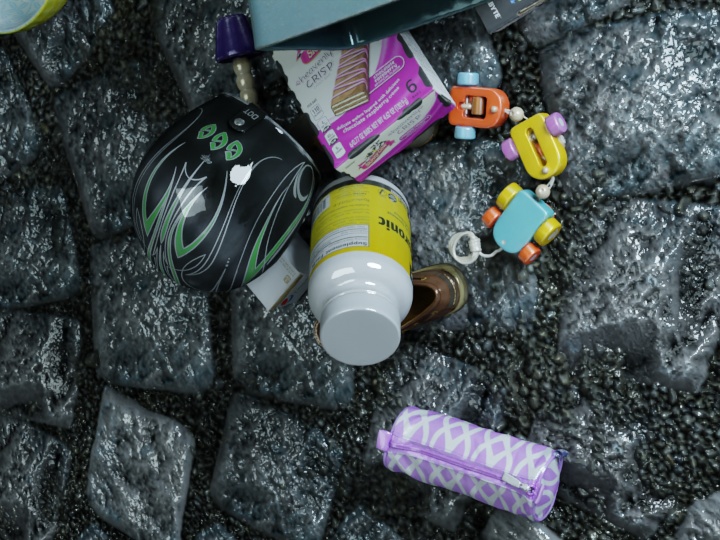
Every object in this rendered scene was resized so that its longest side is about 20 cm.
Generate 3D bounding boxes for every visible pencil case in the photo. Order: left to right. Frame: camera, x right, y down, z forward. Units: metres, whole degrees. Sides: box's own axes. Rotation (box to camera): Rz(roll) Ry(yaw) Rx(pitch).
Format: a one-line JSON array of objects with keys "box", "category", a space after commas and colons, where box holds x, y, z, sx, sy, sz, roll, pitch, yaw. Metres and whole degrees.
[{"box": [0.122, 0.210, 1.260, 0.199, 0.085, 0.085, 13, 103, 28], "category": "pencil case"}]

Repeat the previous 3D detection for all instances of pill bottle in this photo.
[{"box": [0.000, 0.000, 1.219, 0.110, 0.201, 0.112, 1, 133, 1], "category": "pill bottle"}]

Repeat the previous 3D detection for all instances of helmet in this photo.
[{"box": [-0.155, -0.074, 1.251, 0.199, 0.200, 0.191, 35, 80, 20], "category": "helmet"}]

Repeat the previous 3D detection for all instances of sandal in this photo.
[{"box": [-0.008, -0.154, 1.290, 0.199, 0.054, 0.082, -4, 96, 30], "category": "sandal"}]

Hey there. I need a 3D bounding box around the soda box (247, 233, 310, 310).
[{"box": [-0.135, -0.051, 1.374, 0.200, 0.064, 0.068, 49, 117, 13], "category": "soda box"}]

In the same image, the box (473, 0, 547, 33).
[{"box": [0.163, -0.368, 1.129, 0.198, 0.050, 0.201, -30, 95, 19], "category": "box"}]

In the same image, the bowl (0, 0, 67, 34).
[{"box": [-0.415, -0.397, 1.448, 0.199, 0.107, 0.202, 5, 101, 29], "category": "bowl"}]

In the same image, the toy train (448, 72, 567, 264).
[{"box": [0.151, -0.107, 1.213, 0.149, 0.055, 0.202, 4, 99, 33], "category": "toy train"}]

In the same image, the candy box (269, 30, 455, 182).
[{"box": [-0.007, -0.216, 1.236, 0.136, 0.061, 0.201, -37, 64, 17], "category": "candy box"}]

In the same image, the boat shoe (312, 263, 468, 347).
[{"box": [0.022, 0.043, 1.298, 0.199, 0.067, 0.073, -21, 88, 30], "category": "boat shoe"}]

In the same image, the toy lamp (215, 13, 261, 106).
[{"box": [-0.131, -0.197, 1.351, 0.058, 0.058, 0.202, -10, 92, 30], "category": "toy lamp"}]

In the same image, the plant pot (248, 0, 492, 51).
[{"box": [0.003, -0.328, 1.069, 0.195, 0.196, 0.202, -12, 95, 28], "category": "plant pot"}]
